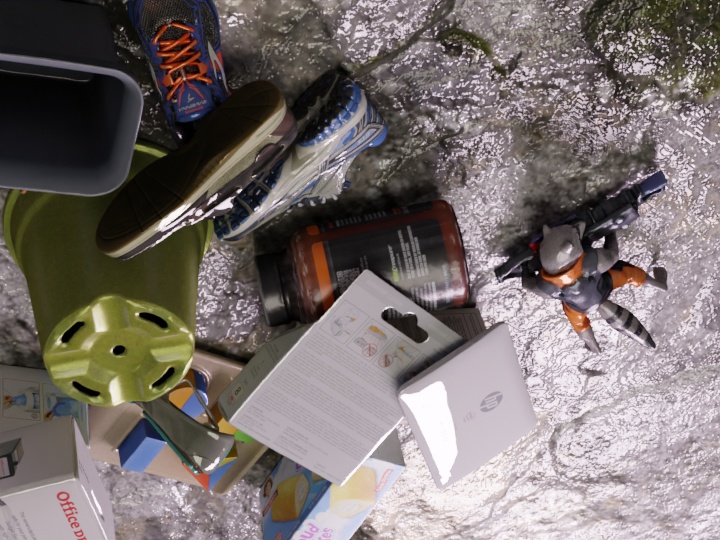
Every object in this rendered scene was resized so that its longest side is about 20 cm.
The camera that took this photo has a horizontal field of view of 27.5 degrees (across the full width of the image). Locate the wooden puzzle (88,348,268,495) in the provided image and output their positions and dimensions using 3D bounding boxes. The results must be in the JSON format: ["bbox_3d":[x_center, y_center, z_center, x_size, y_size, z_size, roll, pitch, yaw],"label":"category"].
[{"bbox_3d":[-0.182,0.165,1.566,0.199,0.046,0.185,24,122,-30],"label":"wooden puzzle"}]

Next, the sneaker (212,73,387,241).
[{"bbox_3d":[-0.053,-0.086,1.356,0.200,0.077,0.085,-40,132,22],"label":"sneaker"}]

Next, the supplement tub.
[{"bbox_3d":[0.000,0.000,1.423,0.198,0.107,0.107,-11,133,-3],"label":"supplement tub"}]

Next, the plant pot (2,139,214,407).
[{"bbox_3d":[-0.221,0.014,1.327,0.199,0.185,0.201,-7,132,-8],"label":"plant pot"}]

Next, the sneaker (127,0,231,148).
[{"bbox_3d":[-0.144,-0.166,1.257,0.075,0.079,0.201,-17,133,1],"label":"sneaker"}]

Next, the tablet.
[{"bbox_3d":[0.112,0.140,1.484,0.130,0.014,0.200,-33,142,-8],"label":"tablet"}]

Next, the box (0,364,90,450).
[{"bbox_3d":[-0.384,0.165,1.479,0.199,0.102,0.113,10,128,-22],"label":"box"}]

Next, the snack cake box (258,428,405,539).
[{"bbox_3d":[-0.035,0.229,1.612,0.067,0.115,0.200,17,124,-26],"label":"snack cake box"}]

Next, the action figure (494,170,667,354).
[{"bbox_3d":[0.250,-0.003,1.486,0.200,0.105,0.193,-36,139,21],"label":"action figure"}]

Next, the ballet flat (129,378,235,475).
[{"bbox_3d":[-0.207,0.120,1.473,0.200,0.067,0.064,42,86,4],"label":"ballet flat"}]

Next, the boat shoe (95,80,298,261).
[{"bbox_3d":[-0.132,-0.072,1.239,0.201,0.072,0.066,-43,135,0],"label":"boat shoe"}]

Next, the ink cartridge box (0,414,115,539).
[{"bbox_3d":[-0.351,0.237,1.423,0.199,0.084,0.146,-14,133,-2],"label":"ink cartridge box"}]

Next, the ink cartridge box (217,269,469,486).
[{"bbox_3d":[-0.015,0.099,1.421,0.162,0.057,0.200,35,99,-35],"label":"ink cartridge box"}]

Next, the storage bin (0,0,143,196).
[{"bbox_3d":[-0.286,-0.150,1.199,0.199,0.135,0.146,6,130,-17],"label":"storage bin"}]

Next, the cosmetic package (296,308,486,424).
[{"bbox_3d":[0.035,0.100,1.522,0.198,0.104,0.073,-2,131,-11],"label":"cosmetic package"}]
